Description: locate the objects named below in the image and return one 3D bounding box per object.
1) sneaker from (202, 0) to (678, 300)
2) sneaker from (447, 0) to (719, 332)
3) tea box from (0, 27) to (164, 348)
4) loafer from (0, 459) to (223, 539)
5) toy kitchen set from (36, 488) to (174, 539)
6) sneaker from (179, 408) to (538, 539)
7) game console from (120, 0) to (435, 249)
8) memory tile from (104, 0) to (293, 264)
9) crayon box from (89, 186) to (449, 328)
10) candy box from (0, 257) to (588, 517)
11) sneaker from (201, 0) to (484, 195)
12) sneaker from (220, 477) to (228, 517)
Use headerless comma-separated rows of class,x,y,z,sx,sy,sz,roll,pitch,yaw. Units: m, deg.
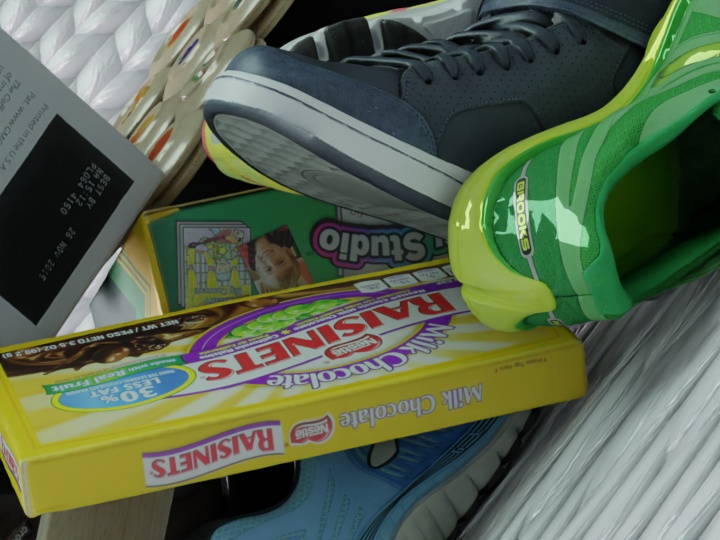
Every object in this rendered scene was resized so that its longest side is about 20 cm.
sneaker,0.041,-0.083,0.877,0.077,0.202,0.147,13,87,46
sneaker,0.116,-0.041,0.846,0.083,0.074,0.200,13,47,47
tea box,-0.214,0.004,1.029,0.196,0.134,0.200,-6,47,59
loafer,-0.138,0.104,1.114,0.199,0.071,0.073,-2,28,39
toy kitchen set,-0.161,0.150,0.894,0.163,0.179,0.201,138,144,-78
sneaker,-0.001,0.065,0.964,0.078,0.090,0.200,-49,2,40
game console,0.012,-0.046,1.236,0.200,0.116,0.176,-50,-35,14
memory tile,-0.077,-0.073,1.124,0.153,0.017,0.200,-38,20,47
crayon box,0.000,0.000,1.080,0.199,0.059,0.173,-13,-10,-15
candy box,-0.031,0.036,0.929,0.199,0.027,0.102,-12,25,-15
sneaker,0.028,-0.067,0.978,0.199,0.079,0.090,-7,-2,-35
sneaker,-0.022,0.091,1.142,0.200,0.076,0.114,-26,0,42
